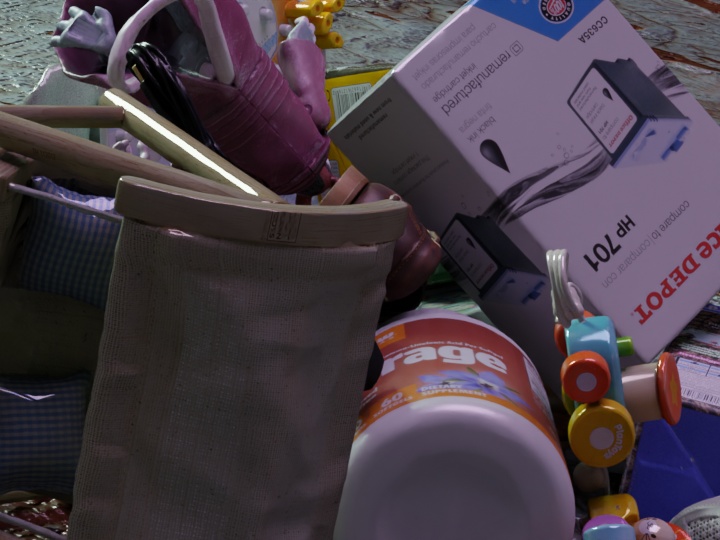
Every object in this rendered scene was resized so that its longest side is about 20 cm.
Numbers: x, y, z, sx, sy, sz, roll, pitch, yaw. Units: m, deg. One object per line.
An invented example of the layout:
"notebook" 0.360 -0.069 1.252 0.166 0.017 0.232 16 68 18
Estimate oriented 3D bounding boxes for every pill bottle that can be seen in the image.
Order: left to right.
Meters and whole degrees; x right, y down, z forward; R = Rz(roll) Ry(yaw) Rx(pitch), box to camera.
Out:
"pill bottle" 0.038 0.085 1.316 0.112 0.112 0.200 10 15 -5

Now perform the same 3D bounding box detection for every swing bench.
"swing bench" -0.103 0.041 1.205 0.200 0.199 0.130 24 20 40

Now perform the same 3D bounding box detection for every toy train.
"toy train" 0.122 0.093 1.228 0.056 0.200 0.150 -7 -22 3

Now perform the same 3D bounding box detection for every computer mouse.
"computer mouse" -0.055 -0.022 1.263 0.200 0.034 0.059 53 -7 21

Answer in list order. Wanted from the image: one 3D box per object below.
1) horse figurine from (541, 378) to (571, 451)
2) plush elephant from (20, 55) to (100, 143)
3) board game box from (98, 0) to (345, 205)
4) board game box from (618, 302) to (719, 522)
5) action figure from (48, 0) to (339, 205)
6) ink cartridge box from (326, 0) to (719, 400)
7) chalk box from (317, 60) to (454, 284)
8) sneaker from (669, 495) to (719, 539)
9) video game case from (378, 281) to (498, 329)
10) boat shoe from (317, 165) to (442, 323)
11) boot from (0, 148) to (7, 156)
"horse figurine" 0.062 0.068 1.515 0.133 0.050 0.200 0 13 -30
"plush elephant" -0.153 -0.069 1.644 0.165 0.155 0.200 -1 19 -39
"board game box" -0.073 -0.062 1.597 0.026 0.200 0.200 1 6 37
"board game box" 0.224 0.100 1.428 0.159 0.097 0.200 15 15 11
"action figure" -0.063 -0.098 1.445 0.200 0.134 0.149 44 -12 -28
"ink cartridge box" 0.106 -0.051 1.460 0.200 0.086 0.146 47 57 -1
"chalk box" 0.086 -0.066 1.594 0.200 0.124 0.124 -9 5 -28
"sneaker" 0.188 0.155 1.243 0.082 0.075 0.200 5 17 -31
"video game case" 0.018 0.023 1.549 0.182 0.024 0.200 -2 10 38
"boat shoe" 0.000 0.000 1.429 0.070 0.070 0.200 35 -6 0
"boot" -0.093 -0.016 1.367 0.186 0.064 0.200 33 -9 -14
